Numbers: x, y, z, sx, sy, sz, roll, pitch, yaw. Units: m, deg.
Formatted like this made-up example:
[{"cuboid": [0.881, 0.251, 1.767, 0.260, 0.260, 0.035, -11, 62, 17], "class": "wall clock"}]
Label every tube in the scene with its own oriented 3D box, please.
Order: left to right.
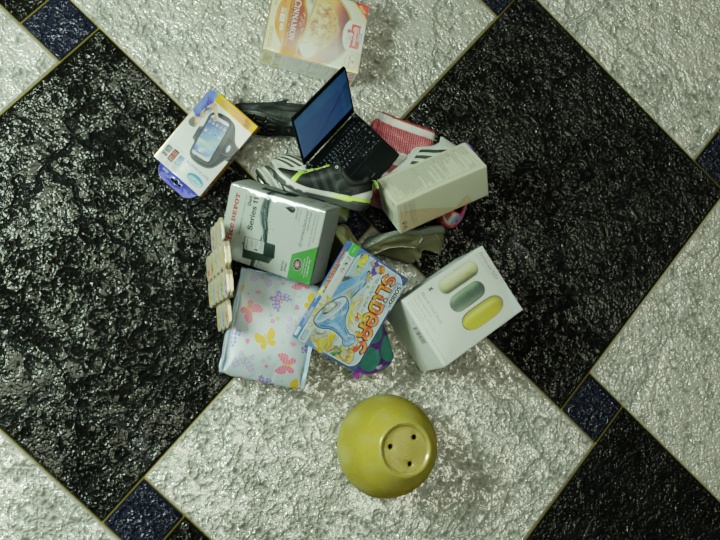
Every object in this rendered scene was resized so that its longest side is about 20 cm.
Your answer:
[{"cuboid": [-0.037, -0.199, 1.679, 0.058, 0.052, 0.202, 30, 64, -49], "class": "tube"}]

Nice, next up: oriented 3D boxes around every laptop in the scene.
[{"cuboid": [-0.025, -0.258, 1.622, 0.200, 0.103, 0.178, 42, 63, -4], "class": "laptop"}]

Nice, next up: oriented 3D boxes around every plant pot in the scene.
[{"cuboid": [0.066, 0.336, 1.569, 0.198, 0.142, 0.202, 2, 81, -14], "class": "plant pot"}]

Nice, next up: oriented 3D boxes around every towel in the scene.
[{"cuboid": [0.072, -0.220, 1.721, 0.143, 0.023, 0.202, 18, 77, -12], "class": "towel"}]

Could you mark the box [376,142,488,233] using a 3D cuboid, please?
[{"cuboid": [0.142, -0.162, 1.617, 0.198, 0.078, 0.095, -23, 46, -9], "class": "box"}]

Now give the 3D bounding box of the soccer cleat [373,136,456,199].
[{"cuboid": [0.110, -0.207, 1.691, 0.199, 0.069, 0.085, -28, 52, -5], "class": "soccer cleat"}]

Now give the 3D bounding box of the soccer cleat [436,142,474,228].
[{"cuboid": [0.207, -0.182, 1.713, 0.066, 0.076, 0.202, 22, 69, -9], "class": "soccer cleat"}]

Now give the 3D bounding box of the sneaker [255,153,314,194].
[{"cuboid": [-0.107, -0.147, 1.633, 0.115, 0.076, 0.201, -35, 85, -15], "class": "sneaker"}]

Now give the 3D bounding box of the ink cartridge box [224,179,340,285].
[{"cuboid": [-0.154, -0.073, 1.548, 0.198, 0.083, 0.148, 17, 104, 16], "class": "ink cartridge box"}]

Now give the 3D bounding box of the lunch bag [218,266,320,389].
[{"cuboid": [-0.166, 0.107, 1.559, 0.168, 0.127, 0.202, 12, 88, -10], "class": "lunch bag"}]

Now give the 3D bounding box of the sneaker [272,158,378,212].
[{"cuboid": [-0.064, -0.175, 1.568, 0.198, 0.072, 0.084, 17, 97, -5], "class": "sneaker"}]

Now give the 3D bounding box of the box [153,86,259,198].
[{"cuboid": [-0.303, -0.238, 1.598, 0.119, 0.041, 0.200, 40, 89, -2], "class": "box"}]

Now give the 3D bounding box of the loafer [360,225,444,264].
[{"cuboid": [0.092, -0.047, 1.657, 0.198, 0.075, 0.070, -10, 91, -31], "class": "loafer"}]

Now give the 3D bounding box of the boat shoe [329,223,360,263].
[{"cuboid": [-0.002, 0.000, 1.647, 0.063, 0.073, 0.201, -29, 83, -47], "class": "boat shoe"}]

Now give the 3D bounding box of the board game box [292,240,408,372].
[{"cuboid": [-0.017, 0.067, 1.515, 0.135, 0.034, 0.201, 31, 85, -23], "class": "board game box"}]

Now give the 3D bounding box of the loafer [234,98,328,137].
[{"cuboid": [-0.160, -0.308, 1.659, 0.198, 0.068, 0.071, 6, 58, -7], "class": "loafer"}]

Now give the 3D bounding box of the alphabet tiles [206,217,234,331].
[{"cuboid": [-0.258, 0.010, 1.509, 0.014, 0.200, 0.198, -4, 83, -20], "class": "alphabet tiles"}]

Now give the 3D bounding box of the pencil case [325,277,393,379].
[{"cuboid": [-0.003, 0.100, 1.591, 0.092, 0.085, 0.202, -27, 107, -20], "class": "pencil case"}]

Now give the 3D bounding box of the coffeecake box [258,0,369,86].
[{"cuboid": [-0.094, -0.483, 1.694, 0.198, 0.073, 0.155, 12, 78, -12], "class": "coffeecake box"}]

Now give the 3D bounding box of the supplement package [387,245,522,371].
[{"cuboid": [0.177, 0.077, 1.632, 0.199, 0.151, 0.153, -33, 89, -17], "class": "supplement package"}]
